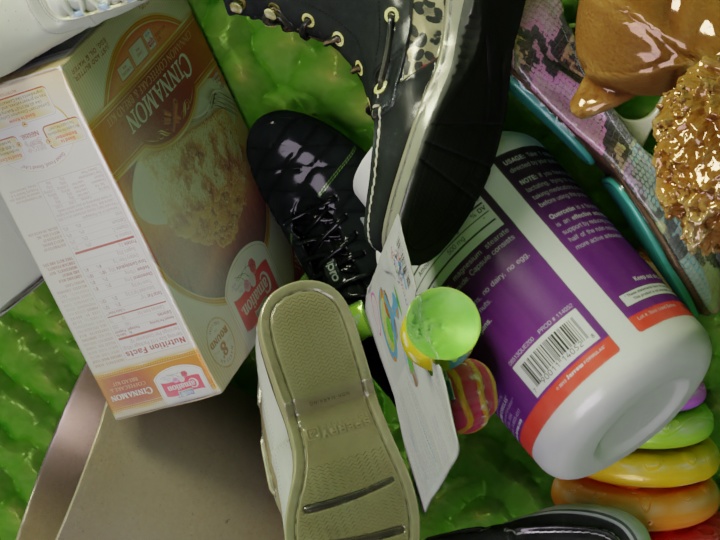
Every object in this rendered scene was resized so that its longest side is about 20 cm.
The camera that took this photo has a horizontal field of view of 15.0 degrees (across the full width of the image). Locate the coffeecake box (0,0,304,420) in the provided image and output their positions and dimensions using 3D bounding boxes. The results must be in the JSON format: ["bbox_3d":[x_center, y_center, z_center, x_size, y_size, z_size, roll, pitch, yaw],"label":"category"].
[{"bbox_3d":[-0.119,-0.046,1.487,0.073,0.154,0.200,-15,112,26],"label":"coffeecake box"}]

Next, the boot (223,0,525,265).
[{"bbox_3d":[-0.002,-0.112,1.409,0.154,0.073,0.204,12,86,30],"label":"boot"}]

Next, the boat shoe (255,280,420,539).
[{"bbox_3d":[-0.013,0.108,1.464,0.075,0.068,0.200,-7,78,-7],"label":"boat shoe"}]

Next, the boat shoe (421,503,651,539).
[{"bbox_3d":[0.057,0.169,1.472,0.200,0.066,0.070,-9,87,23],"label":"boat shoe"}]

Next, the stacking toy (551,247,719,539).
[{"bbox_3d":[0.157,0.085,1.508,0.116,0.110,0.200,4,104,7],"label":"stacking toy"}]

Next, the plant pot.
[{"bbox_3d":[-0.082,0.150,1.585,0.200,0.187,0.187,21,124,-12],"label":"plant pot"}]

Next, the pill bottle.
[{"bbox_3d":[0.086,0.006,1.441,0.200,0.112,0.112,51,126,21],"label":"pill bottle"}]

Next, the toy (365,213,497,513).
[{"bbox_3d":[0.041,0.047,1.363,0.047,0.200,0.115,-14,77,-4],"label":"toy"}]

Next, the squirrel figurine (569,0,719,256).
[{"bbox_3d":[0.195,-0.096,1.323,0.187,0.200,0.142,14,126,1],"label":"squirrel figurine"}]

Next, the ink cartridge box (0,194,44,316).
[{"bbox_3d":[-0.266,-0.039,1.542,0.200,0.083,0.146,-15,113,52],"label":"ink cartridge box"}]

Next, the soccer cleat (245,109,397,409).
[{"bbox_3d":[0.000,0.000,1.513,0.068,0.081,0.200,-27,106,29],"label":"soccer cleat"}]

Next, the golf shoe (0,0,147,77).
[{"bbox_3d":[-0.139,-0.157,1.379,0.097,0.200,0.078,21,145,57],"label":"golf shoe"}]

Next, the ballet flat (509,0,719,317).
[{"bbox_3d":[0.144,-0.068,1.440,0.071,0.069,0.200,-40,97,0],"label":"ballet flat"}]
